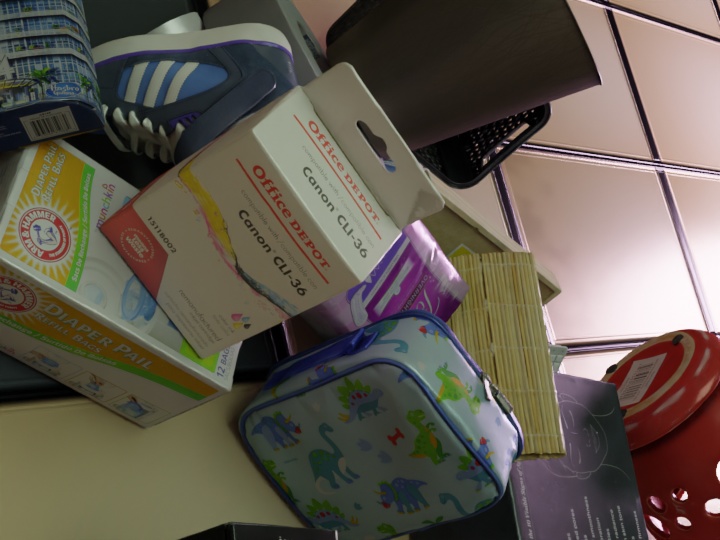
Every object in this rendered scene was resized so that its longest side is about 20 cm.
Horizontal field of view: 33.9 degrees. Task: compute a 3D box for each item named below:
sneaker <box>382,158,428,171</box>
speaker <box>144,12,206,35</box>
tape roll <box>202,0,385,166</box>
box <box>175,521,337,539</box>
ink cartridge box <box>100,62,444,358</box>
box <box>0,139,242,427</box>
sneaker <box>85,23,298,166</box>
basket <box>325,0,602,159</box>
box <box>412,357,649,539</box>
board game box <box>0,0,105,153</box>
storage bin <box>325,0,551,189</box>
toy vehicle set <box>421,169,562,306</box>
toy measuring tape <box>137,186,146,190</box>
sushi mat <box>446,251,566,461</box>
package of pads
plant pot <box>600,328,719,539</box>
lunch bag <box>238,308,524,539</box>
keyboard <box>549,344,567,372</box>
[{"bbox_3d":[0.052,-0.034,1.127,0.200,0.078,0.089,38,44,-28],"label":"sneaker"},{"bbox_3d":[-0.119,-0.109,0.977,0.081,0.081,0.200,-38,100,-50],"label":"speaker"},{"bbox_3d":[-0.053,-0.150,1.008,0.201,0.066,0.200,58,8,-13],"label":"tape roll"},{"bbox_3d":[-0.102,0.254,0.711,0.086,0.200,0.164,16,60,-42],"label":"box"},{"bbox_3d":[-0.058,-0.034,0.749,0.117,0.200,0.068,53,40,-12],"label":"ink cartridge box"},{"bbox_3d":[-0.185,0.010,0.824,0.200,0.101,0.113,35,47,-31],"label":"box"},{"bbox_3d":[-0.137,-0.094,0.862,0.081,0.199,0.147,64,17,-61],"label":"sneaker"},{"bbox_3d":[0.082,-0.194,1.030,0.181,0.199,0.136,59,11,-21],"label":"basket"},{"bbox_3d":[0.150,0.200,1.075,0.196,0.124,0.201,15,59,-44],"label":"box"},{"bbox_3d":[-0.285,-0.165,0.772,0.199,0.062,0.201,-15,65,-5],"label":"board game box"},{"bbox_3d":[0.076,-0.193,1.173,0.200,0.135,0.094,36,27,-30],"label":"storage bin"},{"bbox_3d":[0.081,0.004,1.090,0.200,0.124,0.027,35,25,-37],"label":"toy vehicle set"},{"bbox_3d":[-0.170,-0.052,0.898,0.200,0.073,0.074,29,51,-36],"label":"toy measuring tape"},{"bbox_3d":[0.114,0.071,1.004,0.012,0.095,0.201,84,1,-57],"label":"sushi mat"},{"bbox_3d":[0.000,0.000,0.950,0.121,0.076,0.200,-53,139,-13],"label":"package of pads"},{"bbox_3d":[0.352,0.176,1.253,0.183,0.200,0.201,50,42,-13],"label":"plant pot"},{"bbox_3d":[0.013,0.121,0.906,0.161,0.200,0.083,51,41,-14],"label":"lunch bag"},{"bbox_3d":[0.110,0.089,1.112,0.199,0.011,0.057,7,108,-32],"label":"keyboard"}]
